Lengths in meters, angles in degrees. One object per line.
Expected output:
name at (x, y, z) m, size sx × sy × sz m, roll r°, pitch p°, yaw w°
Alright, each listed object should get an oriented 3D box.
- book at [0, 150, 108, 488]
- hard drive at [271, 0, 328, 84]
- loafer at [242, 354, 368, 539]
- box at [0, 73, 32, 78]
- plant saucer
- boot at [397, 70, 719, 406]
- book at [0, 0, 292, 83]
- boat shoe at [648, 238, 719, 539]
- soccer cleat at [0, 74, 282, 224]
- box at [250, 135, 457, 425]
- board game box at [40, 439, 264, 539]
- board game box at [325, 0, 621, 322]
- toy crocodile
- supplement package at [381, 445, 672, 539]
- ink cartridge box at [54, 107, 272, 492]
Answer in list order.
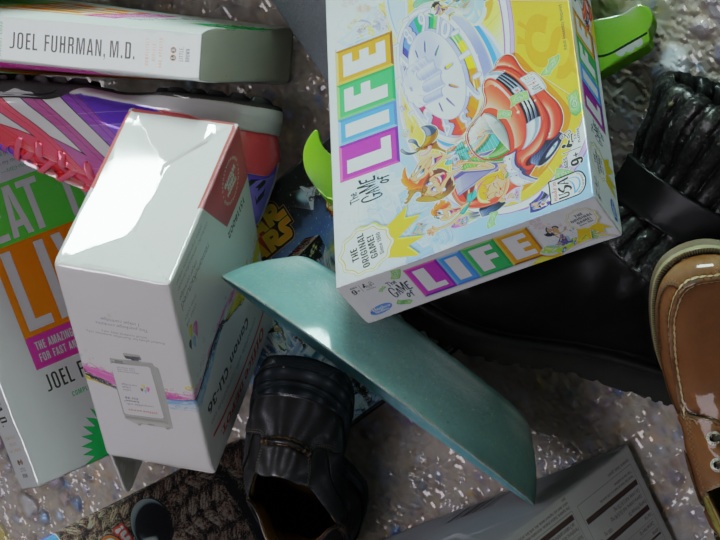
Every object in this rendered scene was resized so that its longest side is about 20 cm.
book at (-0.177, 0.010, 1.319) m, size 0.048 × 0.133 × 0.201 m, roll -17°, pitch 96°, yaw 55°
hard drive at (0.023, -0.203, 1.198) m, size 0.200 × 0.033 × 0.140 m, roll -39°, pitch 80°, yaw 35°
loafer at (-0.039, 0.129, 1.262) m, size 0.072 × 0.073 × 0.200 m, roll 9°, pitch 146°, yaw 12°
box at (-0.263, -0.088, 1.341) m, size 0.049 × 0.159 × 0.201 m, roll -10°, pitch 97°, yaw 42°
plant saucer at (0.018, 0.048, 1.155) m, size 0.200 × 0.200 × 0.036 m, roll 34°, pitch 87°, yaw 21°
boot at (0.120, -0.030, 1.121) m, size 0.210 × 0.080 × 0.158 m, roll 15°, pitch 121°, yaw -10°
book at (-0.154, -0.126, 1.249) m, size 0.199 × 0.134 × 0.048 m, roll 7°, pitch 97°, yaw 18°
boat shoe at (0.193, 0.080, 1.104) m, size 0.072 × 0.068 × 0.201 m, roll -17°, pitch 119°, yaw 11°
soccer cleat at (-0.144, -0.069, 1.253) m, size 0.199 × 0.068 × 0.074 m, roll 5°, pitch 91°, yaw 2°
box at (0.000, 0.000, 1.267) m, size 0.200 × 0.040 × 0.137 m, roll -37°, pitch 83°, yaw 35°
board game box at (-0.121, 0.213, 1.310) m, size 0.097 × 0.200 × 0.160 m, roll -30°, pitch 87°, yaw 36°
board game box at (0.050, -0.083, 1.094) m, size 0.134 × 0.034 × 0.201 m, roll -20°, pitch 49°, yaw 21°
toy crocodile at (0.063, -0.085, 1.156) m, size 0.199 × 0.067 × 0.062 m, roll -30°, pitch 84°, yaw 14°
supplement package at (0.059, 0.197, 1.211) m, size 0.200 × 0.156 × 0.111 m, roll -25°, pitch 91°, yaw 36°
ink cartridge box at (-0.099, 0.026, 1.214) m, size 0.067 × 0.117 × 0.200 m, roll 9°, pitch 141°, yaw 14°
